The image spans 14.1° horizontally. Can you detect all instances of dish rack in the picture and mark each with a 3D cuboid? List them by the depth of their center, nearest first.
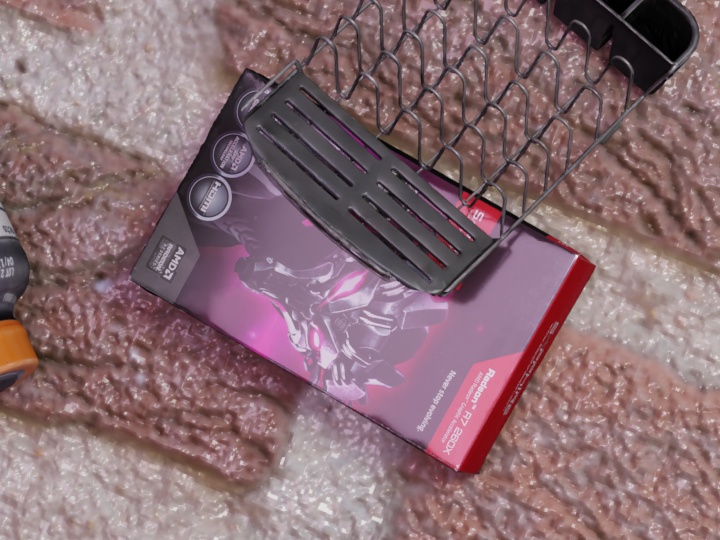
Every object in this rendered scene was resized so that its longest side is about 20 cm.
[{"bbox_3d":[0.047,-0.091,1.411,0.153,0.055,0.200,41,68,13],"label":"dish rack"}]

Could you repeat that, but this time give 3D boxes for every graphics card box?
[{"bbox_3d":[0.000,0.000,1.451,0.200,0.051,0.126,31,93,13],"label":"graphics card box"}]

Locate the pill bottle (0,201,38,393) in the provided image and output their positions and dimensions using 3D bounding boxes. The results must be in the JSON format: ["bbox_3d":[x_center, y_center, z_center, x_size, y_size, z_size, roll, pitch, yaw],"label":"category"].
[{"bbox_3d":[-0.236,-0.025,1.473,0.106,0.106,0.200,-28,81,9],"label":"pill bottle"}]
